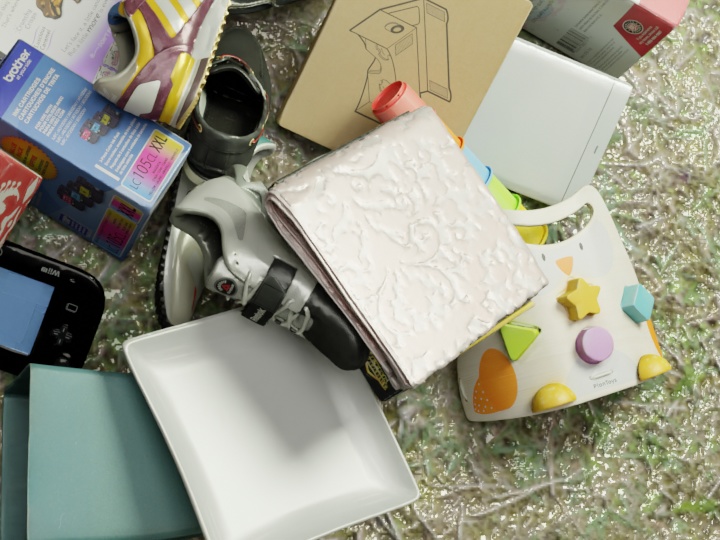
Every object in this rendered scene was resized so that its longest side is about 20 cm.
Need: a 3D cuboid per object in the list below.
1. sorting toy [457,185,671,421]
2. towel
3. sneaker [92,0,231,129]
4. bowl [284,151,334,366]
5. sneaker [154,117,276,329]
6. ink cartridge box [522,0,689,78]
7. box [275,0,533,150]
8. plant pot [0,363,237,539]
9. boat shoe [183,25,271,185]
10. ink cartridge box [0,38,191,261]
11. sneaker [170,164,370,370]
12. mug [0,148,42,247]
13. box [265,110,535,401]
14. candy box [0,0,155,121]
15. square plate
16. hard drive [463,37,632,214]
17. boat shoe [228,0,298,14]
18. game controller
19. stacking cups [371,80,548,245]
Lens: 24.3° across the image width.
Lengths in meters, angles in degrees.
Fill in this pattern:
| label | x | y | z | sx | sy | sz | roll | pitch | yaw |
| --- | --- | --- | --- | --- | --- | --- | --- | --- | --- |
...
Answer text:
| label | x | y | z | sx | sy | sz | roll | pitch | yaw |
| --- | --- | --- | --- | --- | --- | --- | --- | --- | --- |
| sorting toy | 0.179 | 0.023 | 1.491 | 0.199 | 0.107 | 0.181 | -16 | 94 | -18 |
| towel | 0.041 | -0.021 | 1.346 | 0.200 | 0.032 | 0.191 | -32 | 86 | -42 |
| sneaker | -0.156 | -0.219 | 1.369 | 0.090 | 0.075 | 0.201 | 19 | 66 | -15 |
| bowl | 0.000 | 0.000 | 1.472 | 0.200 | 0.090 | 0.202 | 4 | 76 | -14 |
| sneaker | -0.122 | -0.037 | 1.457 | 0.093 | 0.070 | 0.201 | 11 | 71 | -7 |
| ink cartridge box | 0.208 | -0.305 | 1.573 | 0.199 | 0.145 | 0.145 | 28 | 71 | -8 |
| box | 0.037 | -0.187 | 1.500 | 0.163 | 0.021 | 0.201 | 24 | 105 | -13 |
| plant pot | -0.183 | 0.161 | 1.361 | 0.199 | 0.141 | 0.142 | 4 | 76 | -20 |
| boat shoe | -0.110 | -0.153 | 1.453 | 0.073 | 0.063 | 0.202 | 16 | 40 | -9 |
| ink cartridge box | -0.255 | -0.107 | 1.404 | 0.199 | 0.136 | 0.077 | 33 | 65 | -5 |
| sneaker | -0.077 | 0.012 | 1.331 | 0.088 | 0.074 | 0.200 | -30 | 70 | -38 |
| mug | -0.366 | -0.033 | 1.302 | 0.177 | 0.133 | 0.200 | 36 | 87 | -16 |
| box | 0.030 | -0.014 | 1.394 | 0.159 | 0.049 | 0.201 | -30 | 85 | -32 |
| candy box | -0.246 | -0.225 | 1.469 | 0.199 | 0.072 | 0.168 | 26 | 72 | -8 |
| square plate | -0.072 | 0.124 | 1.333 | 0.197 | 0.028 | 0.201 | -16 | 75 | -36 |
| hard drive | 0.134 | -0.148 | 1.546 | 0.199 | 0.027 | 0.132 | 21 | 105 | -9 |
| boat shoe | -0.064 | -0.271 | 1.479 | 0.199 | 0.067 | 0.072 | -18 | 105 | -32 |
| game controller | -0.316 | 0.022 | 1.394 | 0.199 | 0.042 | 0.105 | 21 | 107 | -10 |
| stacking cups | 0.083 | -0.084 | 1.500 | 0.200 | 0.060 | 0.061 | 43 | 69 | -22 |
